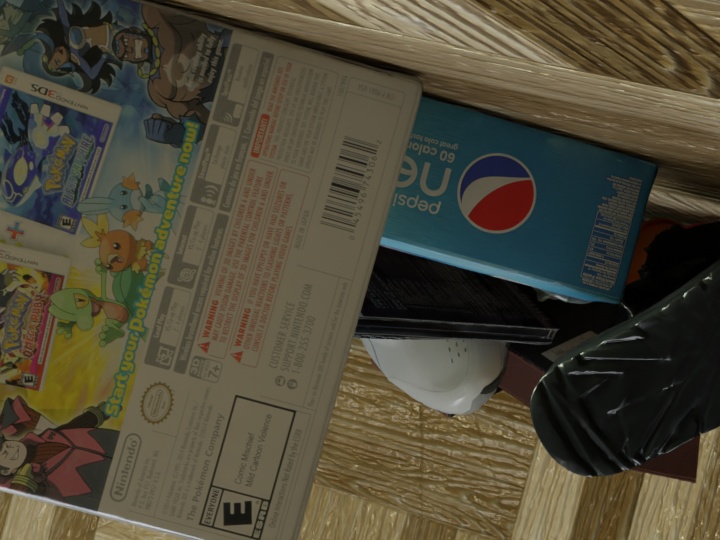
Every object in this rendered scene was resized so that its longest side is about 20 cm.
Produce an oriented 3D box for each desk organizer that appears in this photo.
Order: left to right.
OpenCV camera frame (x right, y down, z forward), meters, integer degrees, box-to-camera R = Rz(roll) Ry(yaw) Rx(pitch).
[{"bbox_3d":[0.092,0.051,1.247,0.072,0.077,0.200,-24,-140,-32],"label":"desk organizer"}]

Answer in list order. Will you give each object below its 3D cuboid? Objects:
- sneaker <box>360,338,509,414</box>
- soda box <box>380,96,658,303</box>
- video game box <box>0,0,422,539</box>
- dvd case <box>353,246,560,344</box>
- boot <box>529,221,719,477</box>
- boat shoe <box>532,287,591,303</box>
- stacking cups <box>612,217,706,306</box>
[{"bbox_3d":[0.000,0.000,1.209,0.200,0.075,0.087,49,-164,31],"label":"sneaker"},{"bbox_3d":[0.019,-0.041,0.990,0.200,0.064,0.068,16,178,-7],"label":"soda box"},{"bbox_3d":[-0.090,-0.003,0.903,0.182,0.200,0.047,16,180,-10],"label":"video game box"},{"bbox_3d":[0.000,-0.019,1.132,0.149,0.016,0.200,48,-157,27],"label":"dvd case"},{"bbox_3d":[0.178,0.010,0.992,0.200,0.076,0.168,-27,-174,28],"label":"boot"},{"bbox_3d":[0.092,-0.016,1.190,0.073,0.062,0.200,13,180,-9],"label":"boat shoe"},{"bbox_3d":[0.146,-0.005,1.238,0.060,0.061,0.200,16,175,-21],"label":"stacking cups"}]
